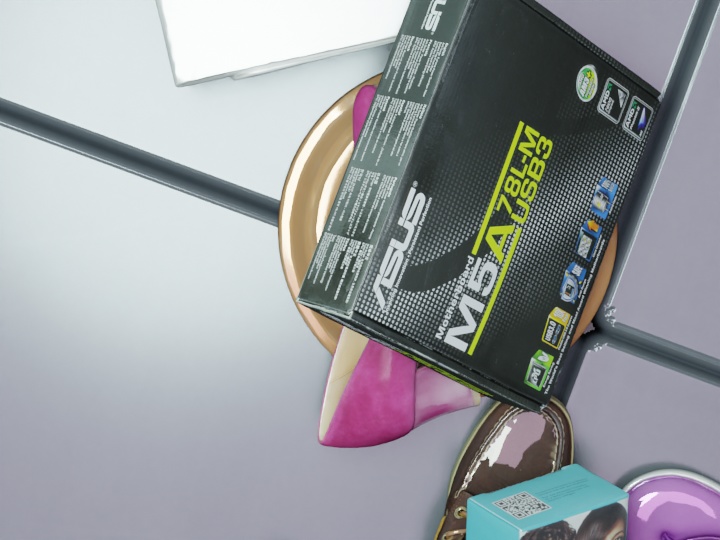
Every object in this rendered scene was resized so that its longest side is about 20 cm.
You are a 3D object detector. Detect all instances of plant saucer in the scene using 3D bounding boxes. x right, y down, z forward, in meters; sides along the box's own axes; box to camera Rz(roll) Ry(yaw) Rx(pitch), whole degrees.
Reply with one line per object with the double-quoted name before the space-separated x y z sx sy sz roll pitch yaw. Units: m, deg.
"plant saucer" 0.051 -0.023 1.451 0.200 0.032 0.201 0 95 -2

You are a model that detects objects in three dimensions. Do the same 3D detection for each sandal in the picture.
"sandal" 0.228 0.201 1.461 0.082 0.050 0.203 -38 94 2

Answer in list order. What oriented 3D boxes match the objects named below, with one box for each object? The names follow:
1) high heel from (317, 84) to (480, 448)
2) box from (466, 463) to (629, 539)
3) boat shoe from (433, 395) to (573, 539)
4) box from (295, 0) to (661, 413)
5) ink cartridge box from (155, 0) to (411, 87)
"high heel" 0.000 0.000 1.404 0.096 0.067 0.201 -16 107 -10
"box" 0.104 0.217 1.417 0.082 0.049 0.201 -14 116 -33
"boat shoe" 0.073 0.167 1.445 0.072 0.072 0.200 24 93 -3
"box" 0.069 -0.042 1.348 0.047 0.193 0.200 17 82 38
"ink cartridge box" -0.053 -0.212 1.378 0.146 0.147 0.201 -12 95 -1
